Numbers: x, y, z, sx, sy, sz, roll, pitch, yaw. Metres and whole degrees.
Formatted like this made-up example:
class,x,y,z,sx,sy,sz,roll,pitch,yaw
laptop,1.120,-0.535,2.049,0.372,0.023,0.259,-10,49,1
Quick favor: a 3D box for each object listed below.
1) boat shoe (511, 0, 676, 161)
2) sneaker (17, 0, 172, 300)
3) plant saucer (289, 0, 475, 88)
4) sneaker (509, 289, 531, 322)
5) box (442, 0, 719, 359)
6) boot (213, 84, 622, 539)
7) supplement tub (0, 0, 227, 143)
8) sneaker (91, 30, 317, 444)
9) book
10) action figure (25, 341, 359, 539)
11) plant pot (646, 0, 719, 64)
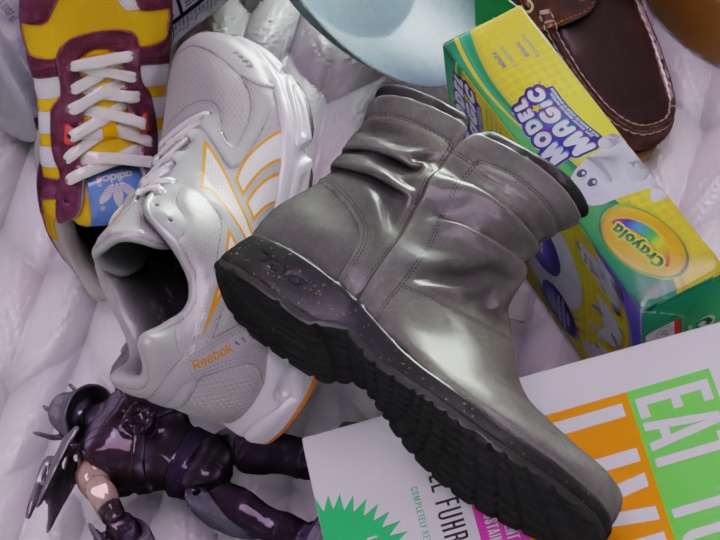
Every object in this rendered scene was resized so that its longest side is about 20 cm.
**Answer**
class,x,y,z,sx,sy,sz,roll,pitch,yaw
boat shoe,0.096,-0.148,1.070,0.070,0.070,0.200,-23,74,-35
sneaker,-0.117,-0.073,1.010,0.075,0.200,0.090,-11,53,-11
plant saucer,-0.004,-0.179,1.094,0.039,0.201,0.201,-24,46,38
sneaker,0.000,0.000,1.024,0.199,0.129,0.080,2,82,54
box,0.095,-0.031,0.996,0.048,0.117,0.200,-25,55,-9
boot,0.050,0.009,0.864,0.200,0.068,0.131,37,68,21
supplement tub,-0.129,-0.169,1.121,0.200,0.123,0.123,-41,60,-18
sneaker,-0.073,-0.027,0.938,0.092,0.076,0.200,15,51,-34
book,0.087,0.102,0.869,0.200,0.048,0.134,-17,55,2
action figure,-0.062,0.092,0.972,0.200,0.069,0.130,17,68,24
plant pot,0.229,-0.224,1.062,0.200,0.183,0.200,-4,56,7
